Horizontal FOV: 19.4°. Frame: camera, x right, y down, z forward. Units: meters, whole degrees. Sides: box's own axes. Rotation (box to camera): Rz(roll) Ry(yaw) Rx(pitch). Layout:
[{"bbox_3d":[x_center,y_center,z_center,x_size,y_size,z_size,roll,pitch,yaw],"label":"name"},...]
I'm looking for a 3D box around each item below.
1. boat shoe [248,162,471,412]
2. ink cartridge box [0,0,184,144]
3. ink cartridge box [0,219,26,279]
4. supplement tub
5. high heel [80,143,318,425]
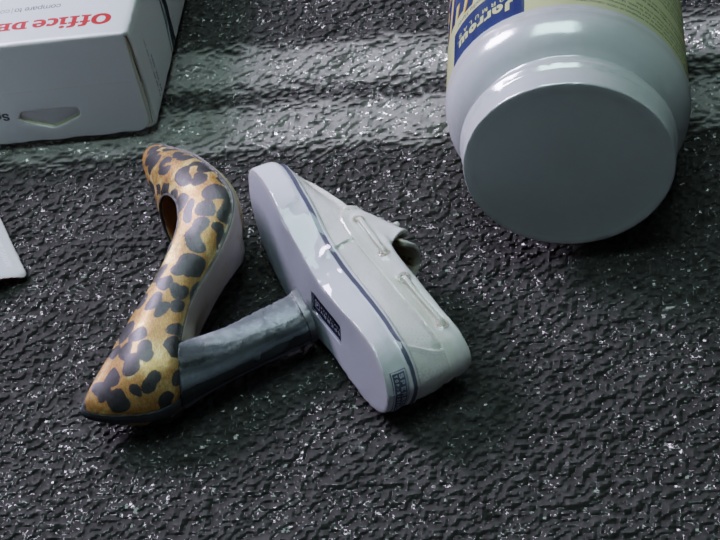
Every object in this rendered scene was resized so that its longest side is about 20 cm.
[{"bbox_3d":[0.000,0.000,1.230,0.070,0.071,0.200,-19,44,-19],"label":"boat shoe"},{"bbox_3d":[-0.204,-0.185,1.467,0.146,0.083,0.200,-5,43,10],"label":"ink cartridge box"},{"bbox_3d":[-0.333,-0.008,1.362,0.200,0.050,0.162,-10,39,-21],"label":"ink cartridge box"},{"bbox_3d":[0.124,-0.128,1.269,0.145,0.145,0.200,-6,43,10],"label":"supplement tub"},{"bbox_3d":[-0.131,0.003,1.257,0.142,0.071,0.200,-25,49,-14],"label":"high heel"}]
